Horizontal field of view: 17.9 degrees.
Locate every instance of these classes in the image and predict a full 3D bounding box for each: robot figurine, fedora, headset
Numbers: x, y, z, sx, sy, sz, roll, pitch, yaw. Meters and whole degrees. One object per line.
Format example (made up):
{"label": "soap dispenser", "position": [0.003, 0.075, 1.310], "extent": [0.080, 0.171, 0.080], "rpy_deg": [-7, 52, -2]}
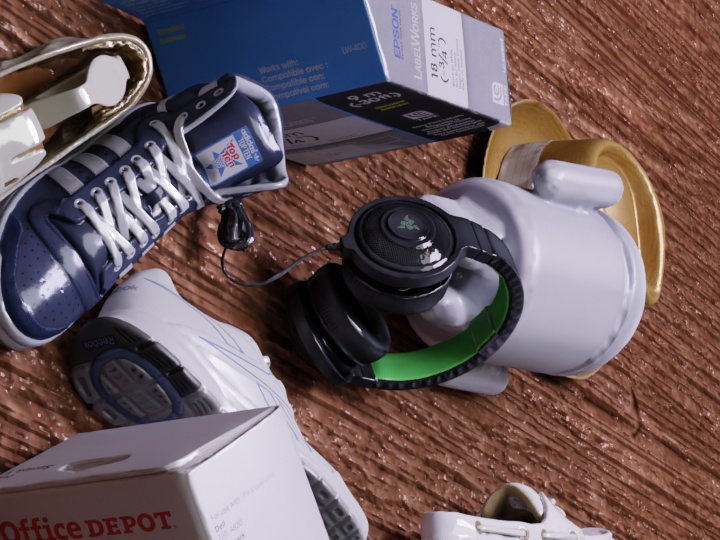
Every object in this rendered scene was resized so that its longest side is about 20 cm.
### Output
{"label": "robot figurine", "position": [0.104, 0.005, 1.450], "extent": [0.200, 0.170, 0.113], "rpy_deg": [13, 26, -46]}
{"label": "fedora", "position": [0.158, -0.027, 1.591], "extent": [0.200, 0.082, 0.201], "rpy_deg": [25, 60, -52]}
{"label": "headset", "position": [0.000, 0.000, 1.315], "extent": [0.200, 0.124, 0.094], "rpy_deg": [19, 37, -35]}

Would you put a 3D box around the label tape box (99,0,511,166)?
{"label": "label tape box", "position": [-0.028, -0.113, 1.268], "extent": [0.200, 0.144, 0.064], "rpy_deg": [13, 71, -55]}

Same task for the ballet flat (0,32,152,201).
{"label": "ballet flat", "position": [-0.167, -0.075, 1.108], "extent": [0.200, 0.062, 0.068], "rpy_deg": [-46, 118, -53]}

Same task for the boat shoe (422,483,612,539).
{"label": "boat shoe", "position": [0.104, 0.168, 1.432], "extent": [0.200, 0.071, 0.070], "rpy_deg": [2, 81, -57]}

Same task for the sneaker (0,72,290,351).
{"label": "sneaker", "position": [-0.108, -0.036, 1.145], "extent": [0.070, 0.108, 0.200], "rpy_deg": [63, 34, -21]}

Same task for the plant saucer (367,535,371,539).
{"label": "plant saucer", "position": [-0.030, 0.206, 1.262], "extent": [0.200, 0.032, 0.201], "rpy_deg": [26, 58, -51]}

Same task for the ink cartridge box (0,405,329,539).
{"label": "ink cartridge box", "position": [-0.079, 0.173, 1.079], "extent": [0.084, 0.146, 0.201], "rpy_deg": [-32, 107, -50]}

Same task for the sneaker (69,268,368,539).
{"label": "sneaker", "position": [-0.062, 0.076, 1.196], "extent": [0.200, 0.074, 0.087], "rpy_deg": [49, 32, -21]}
